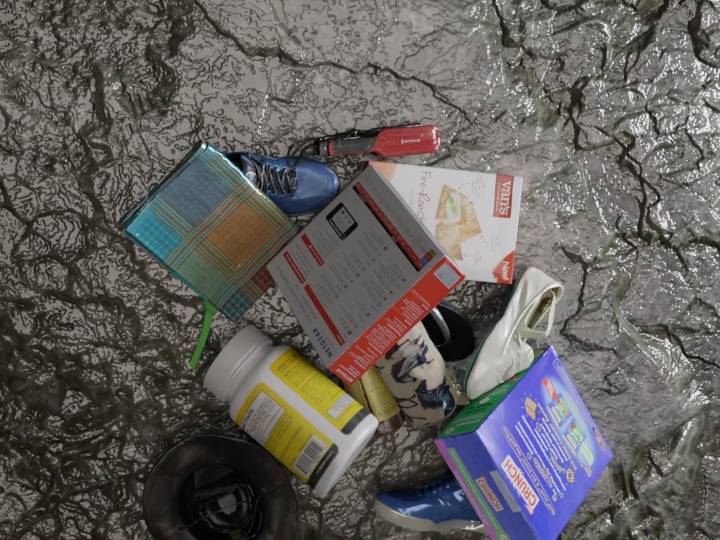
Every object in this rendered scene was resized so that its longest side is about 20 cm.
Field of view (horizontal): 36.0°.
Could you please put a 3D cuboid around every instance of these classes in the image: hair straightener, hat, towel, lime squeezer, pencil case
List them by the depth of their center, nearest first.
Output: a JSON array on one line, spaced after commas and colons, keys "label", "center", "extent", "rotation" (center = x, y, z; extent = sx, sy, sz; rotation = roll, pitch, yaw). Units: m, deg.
[{"label": "towel", "center": [-0.167, -0.042, 1.304], "extent": [0.147, 0.022, 0.200], "rotation": [-45, 123, 4]}, {"label": "pencil case", "center": [0.054, 0.093, 1.330], "extent": [0.088, 0.078, 0.201], "rotation": [-21, 119, 16]}, {"label": "hair straightener", "center": [-0.004, -0.152, 1.360], "extent": [0.197, 0.077, 0.042], "rotation": [-14, 106, -23]}, {"label": "hat", "center": [-0.171, 0.282, 1.375], "extent": [0.197, 0.081, 0.204], "rotation": [-1, 105, -4]}, {"label": "lime squeezer", "center": [-0.149, 0.037, 1.378], "extent": [0.199, 0.038, 0.071], "rotation": [-37, 97, -3]}]

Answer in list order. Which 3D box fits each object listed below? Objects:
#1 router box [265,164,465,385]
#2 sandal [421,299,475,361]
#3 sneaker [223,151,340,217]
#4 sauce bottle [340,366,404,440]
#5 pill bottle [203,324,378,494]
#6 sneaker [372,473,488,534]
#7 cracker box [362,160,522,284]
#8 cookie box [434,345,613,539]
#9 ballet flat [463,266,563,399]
[{"label": "router box", "center": [0.000, 0.000, 1.266], "extent": [0.179, 0.201, 0.049], "rotation": [-43, 133, 7]}, {"label": "sandal", "center": [0.067, 0.053, 1.368], "extent": [0.076, 0.043, 0.200], "rotation": [-36, 119, 21]}, {"label": "sneaker", "center": [-0.122, -0.104, 1.344], "extent": [0.197, 0.089, 0.080], "rotation": [2, 95, -5]}, {"label": "sauce bottle", "center": [-0.001, 0.107, 1.384], "extent": [0.064, 0.065, 0.203], "rotation": [-18, 97, -4]}, {"label": "pill bottle", "center": [-0.086, 0.164, 1.339], "extent": [0.199, 0.114, 0.115], "rotation": [39, 90, 10]}, {"label": "sneaker", "center": [0.117, 0.269, 1.400], "extent": [0.197, 0.077, 0.113], "rotation": [9, 99, -10]}, {"label": "cracker box", "center": [0.097, -0.061, 1.385], "extent": [0.197, 0.058, 0.136], "rotation": [5, 95, -7]}, {"label": "cookie box", "center": [0.204, 0.217, 1.352], "extent": [0.200, 0.075, 0.173], "rotation": [-38, 100, -45]}, {"label": "ballet flat", "center": [0.194, 0.079, 1.361], "extent": [0.069, 0.069, 0.201], "rotation": [38, 60, -7]}]
